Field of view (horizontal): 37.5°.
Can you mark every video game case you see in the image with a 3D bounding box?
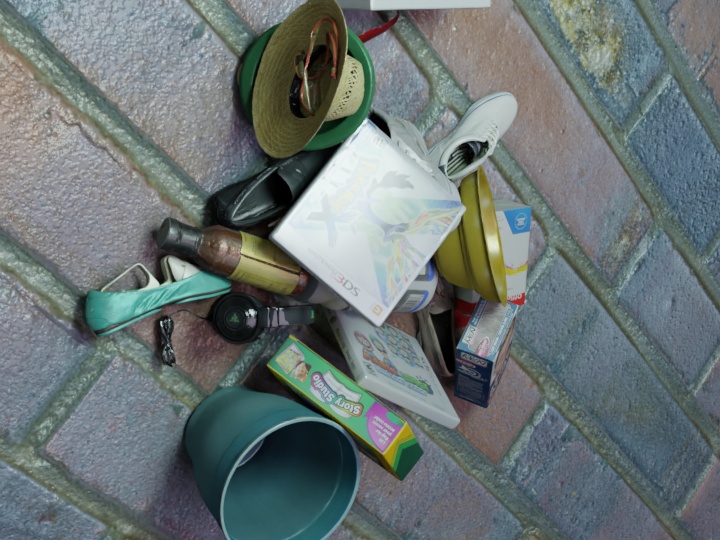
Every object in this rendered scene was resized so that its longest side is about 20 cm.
[{"bbox_3d":[0.041,0.127,1.502,0.200,0.182,0.024,29,112,-38],"label":"video game case"},{"bbox_3d":[0.012,-0.061,1.344,0.182,0.022,0.200,40,76,-14],"label":"video game case"}]

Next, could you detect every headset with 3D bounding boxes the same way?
[{"bbox_3d":[-0.159,0.075,1.375,0.200,0.123,0.094,-1,89,-10],"label":"headset"}]

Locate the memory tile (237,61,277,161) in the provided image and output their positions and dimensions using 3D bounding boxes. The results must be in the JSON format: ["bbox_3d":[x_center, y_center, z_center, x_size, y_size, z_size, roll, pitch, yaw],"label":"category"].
[{"bbox_3d":[-0.073,-0.214,1.417,0.153,0.017,0.200,-36,121,-24],"label":"memory tile"}]

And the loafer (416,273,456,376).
[{"bbox_3d":[0.120,0.066,1.611,0.072,0.063,0.200,-19,114,-30],"label":"loafer"}]

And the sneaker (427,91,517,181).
[{"bbox_3d":[0.174,-0.191,1.571,0.200,0.071,0.073,-44,125,-18],"label":"sneaker"}]

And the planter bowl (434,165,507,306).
[{"bbox_3d":[0.147,-0.041,1.486,0.083,0.200,0.201,-10,117,12],"label":"planter bowl"}]

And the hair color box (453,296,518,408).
[{"bbox_3d":[0.188,0.125,1.605,0.200,0.060,0.100,82,32,-63],"label":"hair color box"}]

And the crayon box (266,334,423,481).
[{"bbox_3d":[-0.017,0.186,1.419,0.058,0.200,0.173,-51,158,-12],"label":"crayon box"}]

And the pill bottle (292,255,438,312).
[{"bbox_3d":[0.000,0.000,1.471,0.200,0.114,0.114,4,101,-37],"label":"pill bottle"}]

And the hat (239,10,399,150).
[{"bbox_3d":[-0.042,-0.250,1.402,0.200,0.176,0.166,-9,98,11],"label":"hat"}]

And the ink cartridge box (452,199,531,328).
[{"bbox_3d":[0.197,-0.003,1.645,0.116,0.067,0.200,-10,110,-34],"label":"ink cartridge box"}]

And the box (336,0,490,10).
[{"bbox_3d":[0.059,-0.394,1.393,0.200,0.124,0.098,-10,109,-35],"label":"box"}]

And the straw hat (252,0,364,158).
[{"bbox_3d":[-0.042,-0.220,1.267,0.085,0.201,0.201,10,97,-36],"label":"straw hat"}]

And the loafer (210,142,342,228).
[{"bbox_3d":[-0.098,-0.110,1.374,0.200,0.070,0.068,-30,120,-19],"label":"loafer"}]

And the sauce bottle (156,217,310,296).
[{"bbox_3d":[-0.160,-0.021,1.348,0.200,0.066,0.066,21,91,-29],"label":"sauce bottle"}]

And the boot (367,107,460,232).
[{"bbox_3d":[0.060,-0.136,1.434,0.074,0.200,0.095,-44,142,23],"label":"boot"}]

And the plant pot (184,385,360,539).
[{"bbox_3d":[-0.132,0.247,1.393,0.200,0.188,0.200,-12,114,-30],"label":"plant pot"}]

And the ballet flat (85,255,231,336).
[{"bbox_3d":[-0.252,0.020,1.324,0.200,0.067,0.071,-20,100,-33],"label":"ballet flat"}]

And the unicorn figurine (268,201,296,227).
[{"bbox_3d":[-0.004,-0.080,1.403,0.200,0.137,0.074,20,114,0],"label":"unicorn figurine"}]
